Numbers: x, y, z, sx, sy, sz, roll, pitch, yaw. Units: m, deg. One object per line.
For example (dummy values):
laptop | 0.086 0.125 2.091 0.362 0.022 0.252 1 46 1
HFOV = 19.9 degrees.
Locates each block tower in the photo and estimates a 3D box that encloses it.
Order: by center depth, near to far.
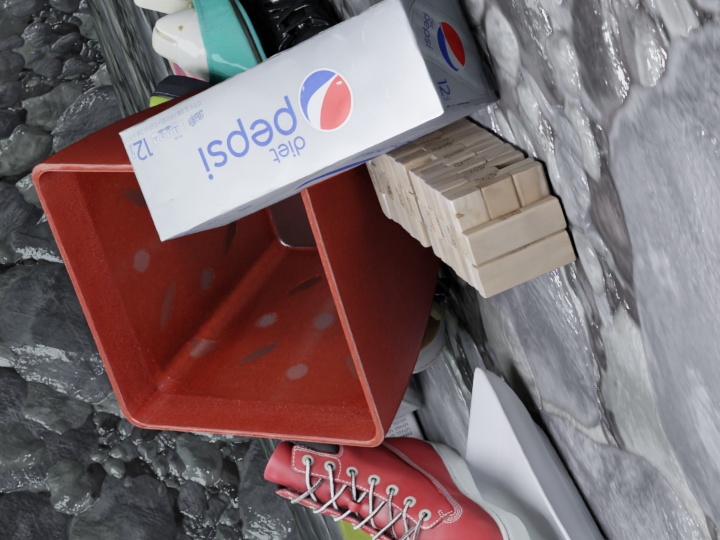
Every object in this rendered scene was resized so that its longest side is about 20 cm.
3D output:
block tower | 0.055 -0.043 1.123 0.200 0.058 0.054 -139 29 -69

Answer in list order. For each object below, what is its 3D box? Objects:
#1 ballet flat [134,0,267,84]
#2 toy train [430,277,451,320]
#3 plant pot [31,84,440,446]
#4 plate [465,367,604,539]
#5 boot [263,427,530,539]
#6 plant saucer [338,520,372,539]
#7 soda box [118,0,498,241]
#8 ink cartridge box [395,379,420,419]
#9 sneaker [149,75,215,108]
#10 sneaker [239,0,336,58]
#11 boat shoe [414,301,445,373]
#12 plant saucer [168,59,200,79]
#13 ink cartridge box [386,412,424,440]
ballet flat | -0.121 -0.183 1.448 0.067 0.070 0.200 91 160 -53
toy train | 0.000 0.000 1.445 0.034 0.046 0.200 38 172 -33
plant pot | -0.056 -0.025 1.311 0.176 0.200 0.200 -51 -47 -45
plate | 0.118 0.187 1.295 0.200 0.032 0.200 90 158 -51
boot | 0.017 0.157 1.274 0.072 0.144 0.200 -68 27 15
plant saucer | 0.043 0.230 1.678 0.200 0.031 0.200 38 148 28
soda box | -0.030 -0.082 1.105 0.063 0.200 0.068 -18 -94 -58
ink cartridge box | -0.038 0.050 1.634 0.146 0.084 0.200 67 -169 17
sneaker | -0.088 -0.068 1.446 0.072 0.083 0.200 10 167 44
sneaker | -0.060 -0.193 1.458 0.200 0.060 0.104 -125 11 -72
boat shoe | 0.023 0.032 1.485 0.069 0.071 0.200 62 177 -27
plant saucer | -0.095 -0.121 1.601 0.201 0.051 0.201 58 173 12
ink cartridge box | -0.017 0.102 1.831 0.145 0.084 0.200 119 129 -79
